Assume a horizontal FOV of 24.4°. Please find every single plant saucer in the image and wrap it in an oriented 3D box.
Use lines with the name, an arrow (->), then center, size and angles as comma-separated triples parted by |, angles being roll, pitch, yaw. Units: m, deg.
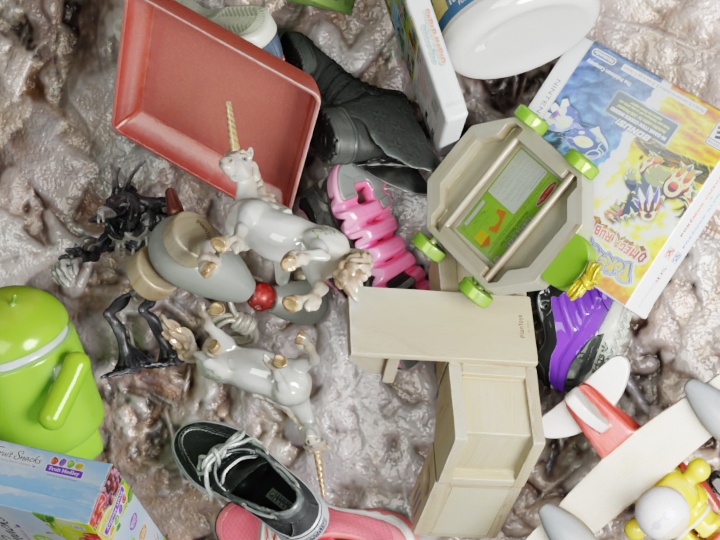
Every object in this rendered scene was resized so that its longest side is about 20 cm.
plant saucer -> -0.130, -0.154, 1.524 | 0.199, 0.200, 0.037 | 29, 56, 7

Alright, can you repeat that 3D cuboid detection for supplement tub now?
supplement tub -> 0.110, -0.284, 1.442 | 0.144, 0.145, 0.201 | -25, 71, 16

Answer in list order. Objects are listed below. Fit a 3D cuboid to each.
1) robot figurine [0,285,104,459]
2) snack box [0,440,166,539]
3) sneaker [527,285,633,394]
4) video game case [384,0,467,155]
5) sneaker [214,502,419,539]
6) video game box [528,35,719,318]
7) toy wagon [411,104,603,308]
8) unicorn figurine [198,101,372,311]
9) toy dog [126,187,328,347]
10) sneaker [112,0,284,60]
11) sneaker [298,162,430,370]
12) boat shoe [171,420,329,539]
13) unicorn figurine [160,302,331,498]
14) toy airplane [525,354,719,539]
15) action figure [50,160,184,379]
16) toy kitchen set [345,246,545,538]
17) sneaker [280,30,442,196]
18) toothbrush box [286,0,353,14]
robot figurine -> -0.317, 0.103, 1.587 | 0.175, 0.116, 0.201 | 10, 125, 44
snack box -> -0.289, 0.232, 1.561 | 0.168, 0.200, 0.068 | 10, 61, 16
sneaker -> 0.198, 0.013, 1.473 | 0.099, 0.070, 0.201 | 23, 97, 18
video game case -> 0.051, -0.201, 1.447 | 0.023, 0.200, 0.183 | -18, 86, -1
sneaker -> -0.049, 0.245, 1.543 | 0.199, 0.087, 0.074 | 5, 95, 17
video game box -> 0.214, -0.086, 1.433 | 0.200, 0.047, 0.183 | 36, 98, 38
toy wagon -> 0.138, -0.041, 1.418 | 0.155, 0.040, 0.200 | -51, 54, 10
unicorn figurine -> -0.078, -0.036, 1.433 | 0.200, 0.137, 0.074 | 36, 125, 2
toy dog -> -0.124, -0.014, 1.531 | 0.132, 0.200, 0.097 | -18, 58, 25
sneaker -> -0.151, -0.206, 1.571 | 0.200, 0.085, 0.075 | 17, 55, 40
sneaker -> 0.000, 0.000, 1.542 | 0.095, 0.079, 0.201 | -20, 89, 43
boat shoe -> -0.115, 0.186, 1.539 | 0.074, 0.068, 0.199 | -47, 48, -9
unicorn figurine -> -0.088, 0.100, 1.536 | 0.200, 0.137, 0.074 | 34, 63, 16
toy airplane -> 0.241, 0.172, 1.399 | 0.198, 0.141, 0.201 | 2, 109, 1
action figure -> -0.222, -0.002, 1.586 | 0.119, 0.102, 0.201 | -11, 90, 28
toy kitchen set -> 0.056, 0.107, 1.490 | 0.163, 0.181, 0.200 | 4, 53, -9
sneaker -> -0.002, -0.147, 1.533 | 0.200, 0.104, 0.060 | 64, 146, 39
toothbrush box -> -0.059, -0.317, 1.475 | 0.086, 0.200, 0.146 | 15, 96, 16
